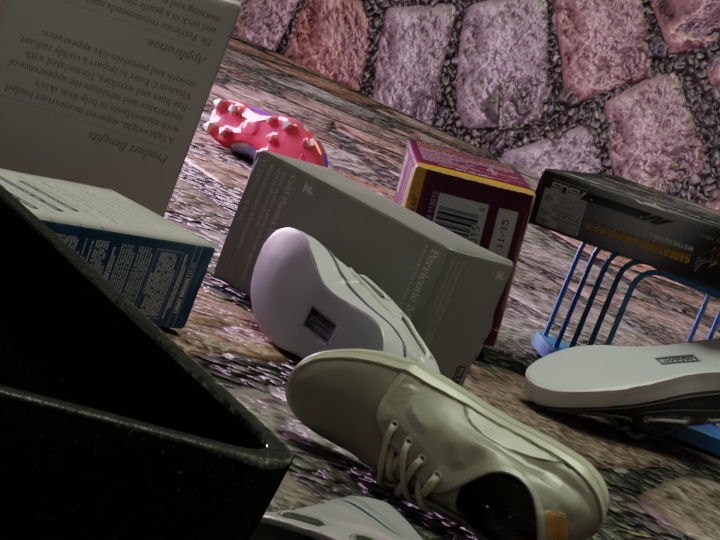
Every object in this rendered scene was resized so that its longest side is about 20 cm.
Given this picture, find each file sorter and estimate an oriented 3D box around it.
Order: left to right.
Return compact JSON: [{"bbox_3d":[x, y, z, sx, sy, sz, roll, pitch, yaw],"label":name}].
[{"bbox_3d":[0.245,0.054,1.754,0.138,0.124,0.200,21,8,-10],"label":"file sorter"}]

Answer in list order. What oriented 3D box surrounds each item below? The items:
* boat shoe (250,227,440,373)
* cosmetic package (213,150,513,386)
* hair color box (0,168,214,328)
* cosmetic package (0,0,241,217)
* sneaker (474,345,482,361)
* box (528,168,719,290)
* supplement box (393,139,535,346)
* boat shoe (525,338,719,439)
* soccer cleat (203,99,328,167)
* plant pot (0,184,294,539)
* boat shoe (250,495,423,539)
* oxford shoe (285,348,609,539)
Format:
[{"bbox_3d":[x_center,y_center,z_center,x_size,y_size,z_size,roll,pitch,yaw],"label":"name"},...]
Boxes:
[{"bbox_3d":[-0.012,0.037,1.400,0.065,0.074,0.200,22,17,-34],"label":"boat shoe"},{"bbox_3d":[0.000,0.000,1.509,0.199,0.108,0.090,27,9,41],"label":"cosmetic package"},{"bbox_3d":[-0.189,-0.016,1.263,0.100,0.061,0.199,27,9,32],"label":"hair color box"},{"bbox_3d":[-0.211,-0.135,1.477,0.164,0.201,0.165,18,10,-29],"label":"cosmetic package"},{"bbox_3d":[0.014,-0.003,1.624,0.199,0.088,0.074,24,8,11],"label":"sneaker"},{"bbox_3d":[0.257,-0.029,1.701,0.199,0.049,0.158,21,9,27],"label":"box"},{"bbox_3d":[0.074,-0.026,1.749,0.102,0.132,0.200,13,10,-3],"label":"supplement box"},{"bbox_3d":[0.216,0.097,1.605,0.198,0.068,0.072,-5,27,-22],"label":"boat shoe"},{"bbox_3d":[-0.091,-0.138,2.313,0.076,0.067,0.199,20,5,-46],"label":"soccer cleat"},{"bbox_3d":[-0.164,0.061,0.427,0.198,0.179,0.200,16,9,-33],"label":"plant pot"},{"bbox_3d":[0.009,0.140,0.815,0.066,0.074,0.200,2,7,-24],"label":"boat shoe"},{"bbox_3d":[0.037,0.099,1.130,0.199,0.076,0.058,24,44,26],"label":"oxford shoe"}]
